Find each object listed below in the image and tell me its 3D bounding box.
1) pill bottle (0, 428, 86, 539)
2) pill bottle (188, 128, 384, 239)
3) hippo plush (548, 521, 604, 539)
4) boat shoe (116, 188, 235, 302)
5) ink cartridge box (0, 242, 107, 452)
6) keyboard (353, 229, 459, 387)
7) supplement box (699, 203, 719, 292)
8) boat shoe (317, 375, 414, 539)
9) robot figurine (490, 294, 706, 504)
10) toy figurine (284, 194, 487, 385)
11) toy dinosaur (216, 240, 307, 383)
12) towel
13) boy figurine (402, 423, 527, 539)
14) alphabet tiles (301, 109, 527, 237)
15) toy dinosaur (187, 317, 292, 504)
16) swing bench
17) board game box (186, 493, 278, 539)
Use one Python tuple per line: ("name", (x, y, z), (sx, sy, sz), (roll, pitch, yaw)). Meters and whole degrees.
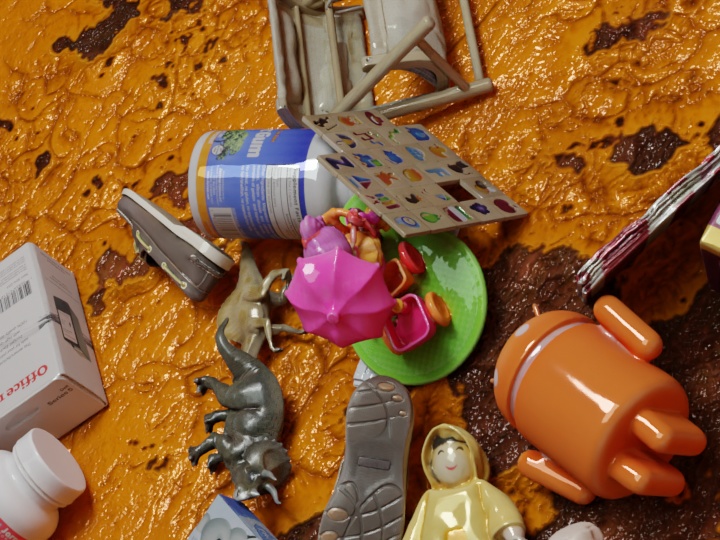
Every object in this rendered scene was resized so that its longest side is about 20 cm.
("pill bottle", (-0.378, 0.254, 1.568), (0.200, 0.109, 0.109), (-40, 48, 6))
("pill bottle", (-0.064, -0.087, 1.561), (0.198, 0.112, 0.113), (0, 61, 20))
("hippo plush", (0.187, 0.292, 1.134), (0.160, 0.159, 0.201), (9, 66, 37))
("boat shoe", (-0.211, -0.029, 1.662), (0.199, 0.072, 0.060), (33, 90, 43))
("ink cartridge box", (-0.371, 0.094, 1.680), (0.145, 0.084, 0.201), (-34, 49, 12))
("keyboard", (0.048, 0.024, 1.498), (0.056, 0.011, 0.202), (9, 68, 31))
("supplement box", (0.378, -0.060, 1.249), (0.130, 0.103, 0.201), (28, 79, 26))
("boat shoe", (0.011, 0.195, 1.375), (0.075, 0.072, 0.202), (14, 86, 8))
("robot figurine", (0.188, 0.110, 1.278), (0.116, 0.145, 0.200), (-29, 43, -23))
("toy figurine", (0.000, 0.000, 1.380), (0.150, 0.184, 0.201), (-32, 70, 21))
("toy dinosaur", (-0.103, 0.028, 1.562), (0.100, 0.058, 0.202), (-20, 53, 24))
("towel", (0.259, -0.050, 1.323), (0.200, 0.144, 0.023), (-43, 80, 3))
("boy figurine", (0.087, 0.223, 1.310), (0.123, 0.064, 0.202), (-12, 59, 30))
("alphabet tiles", (0.039, -0.097, 1.475), (0.200, 0.166, 0.008), (43, 127, 34))
("toy dinosaur", (-0.109, 0.144, 1.491), (0.101, 0.077, 0.202), (-9, 57, 17))
("swing bench", (0.012, -0.249, 1.616), (0.199, 0.130, 0.200), (-26, 51, 25))
("board game box", (-0.116, 0.337, 1.365), (0.199, 0.043, 0.201), (39, 97, 43))
